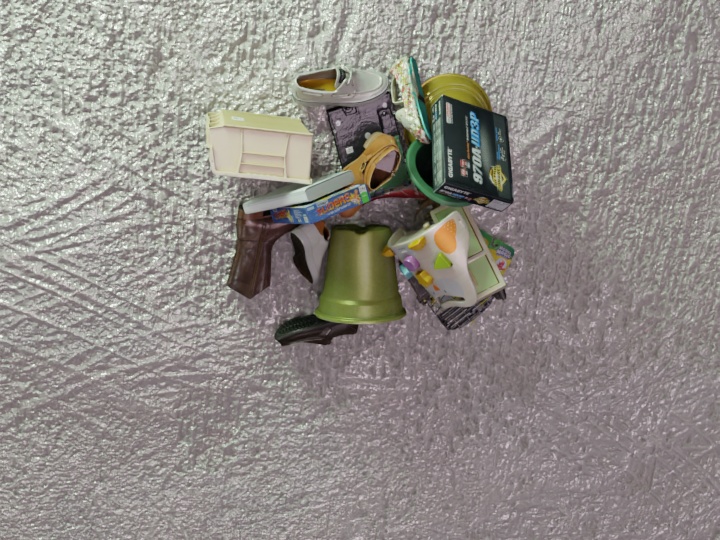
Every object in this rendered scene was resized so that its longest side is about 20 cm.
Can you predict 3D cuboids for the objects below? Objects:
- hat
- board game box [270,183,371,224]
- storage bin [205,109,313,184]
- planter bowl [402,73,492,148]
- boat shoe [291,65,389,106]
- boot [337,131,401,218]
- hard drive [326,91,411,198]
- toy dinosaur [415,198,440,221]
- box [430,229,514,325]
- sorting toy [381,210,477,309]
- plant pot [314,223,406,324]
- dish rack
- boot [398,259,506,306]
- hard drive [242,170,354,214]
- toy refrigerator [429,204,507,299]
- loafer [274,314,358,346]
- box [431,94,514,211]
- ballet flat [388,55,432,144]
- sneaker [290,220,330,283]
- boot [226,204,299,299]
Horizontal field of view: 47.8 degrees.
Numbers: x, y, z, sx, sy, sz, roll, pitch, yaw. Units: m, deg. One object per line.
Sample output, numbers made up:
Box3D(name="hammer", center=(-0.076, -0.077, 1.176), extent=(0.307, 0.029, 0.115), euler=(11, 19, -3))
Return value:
Box3D(name="hat", center=(0.142, -0.165, 1.663), extent=(0.199, 0.177, 0.166), euler=(39, 58, 9))
Box3D(name="board game box", center=(-0.082, -0.129, 1.577), extent=(0.134, 0.199, 0.035), euler=(-23, 104, -23))
Box3D(name="storage bin", center=(-0.198, -0.241, 1.559), extent=(0.195, 0.200, 0.095), euler=(4, 108, -13))
Box3D(name="planter bowl", center=(0.192, -0.298, 1.681), extent=(0.197, 0.084, 0.204), euler=(-4, 112, -9))
Box3D(name="boat shoe", center=(-0.037, -0.370, 1.604), extent=(0.196, 0.070, 0.072), euler=(-4, 74, -6))
Box3D(name="boot", center=(0.011, -0.177, 1.611), extent=(0.073, 0.155, 0.202), euler=(21, 105, -19))
Box3D(name="hard drive", center=(0.019, -0.254, 1.688), extent=(0.138, 0.038, 0.203), euler=(-18, 112, -4))
Box3D(name="toy dinosaur", center=(0.155, -0.153, 1.714), extent=(0.199, 0.101, 0.058), euler=(-36, 80, -30))
Box3D(name="box", center=(0.251, 0.010, 1.832), extent=(0.116, 0.048, 0.202), euler=(27, 105, -18))
Box3D(name="sorting toy", center=(0.150, -0.002, 1.613), extent=(0.107, 0.199, 0.181), euler=(-41, 104, -28))
Box3D(name="plant pot", center=(0.000, 0.000, 1.713), extent=(0.197, 0.200, 0.188), euler=(-2, 100, -11))
Box3D(name="dish rack", center=(0.193, 0.021, 1.774), extent=(0.153, 0.055, 0.201), euler=(-38, 90, 13))
Box3D(name="boot", center=(0.194, 0.018, 1.716), extent=(0.173, 0.069, 0.201), euler=(-37, 80, 12))
Box3D(name="hard drive", center=(-0.123, -0.152, 1.590), extent=(0.131, 0.198, 0.027), euler=(-29, 106, -41))
Box3D(name="toy refrigerator", center=(0.218, -0.043, 1.639), extent=(0.075, 0.070, 0.202), euler=(-26, 81, 9))
Box3D(name="loafer", center=(-0.091, 0.138, 1.795), extent=(0.197, 0.073, 0.072), euler=(-13, 111, -6))
Box3D(name="box", center=(0.215, -0.226, 1.572), extent=(0.157, 0.203, 0.046), euler=(13, 152, -23))
Box3D(name="ballet flat", center=(0.097, -0.332, 1.617), extent=(0.063, 0.203, 0.076), euler=(-18, 155, 20))
Box3D(name="sneaker", center=(-0.093, -0.042, 1.692), extent=(0.084, 0.201, 0.073), euler=(-40, 71, -19))
Box3D(name="boot", center=(-0.184, -0.036, 1.721), extent=(0.183, 0.064, 0.203), euler=(4, 113, -14))
